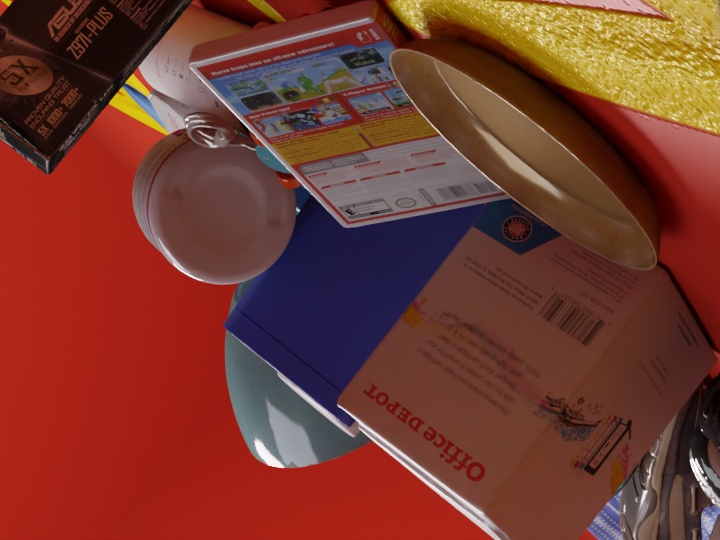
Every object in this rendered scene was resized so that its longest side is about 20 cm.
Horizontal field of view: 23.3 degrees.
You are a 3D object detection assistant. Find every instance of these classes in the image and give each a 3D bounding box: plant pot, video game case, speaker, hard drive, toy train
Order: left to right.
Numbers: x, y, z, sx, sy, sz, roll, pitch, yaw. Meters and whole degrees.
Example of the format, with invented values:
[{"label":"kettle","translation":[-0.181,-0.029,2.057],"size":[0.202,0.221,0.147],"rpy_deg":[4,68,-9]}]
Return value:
[{"label":"speaker","translation":[-0.108,-0.160,1.394],"size":[0.081,0.081,0.200],"rpy_deg":[43,172,-33]},{"label":"toy train","translation":[-0.034,-0.123,1.209],"size":[0.150,0.056,0.200],"rpy_deg":[29,154,-21]},{"label":"plant pot","translation":[-0.041,0.057,1.539],"size":[0.135,0.200,0.200],"rpy_deg":[62,165,-23]},{"label":"video game case","translation":[-0.001,-0.097,1.149],"size":[0.142,0.018,0.200],"rpy_deg":[-9,144,31]},{"label":"hard drive","translation":[0.000,0.000,1.340],"size":[0.132,0.201,0.025],"rpy_deg":[37,-172,17]},{"label":"plant pot","translation":[0.102,-0.074,1.029],"size":[0.200,0.028,0.200],"rpy_deg":[38,174,5]}]

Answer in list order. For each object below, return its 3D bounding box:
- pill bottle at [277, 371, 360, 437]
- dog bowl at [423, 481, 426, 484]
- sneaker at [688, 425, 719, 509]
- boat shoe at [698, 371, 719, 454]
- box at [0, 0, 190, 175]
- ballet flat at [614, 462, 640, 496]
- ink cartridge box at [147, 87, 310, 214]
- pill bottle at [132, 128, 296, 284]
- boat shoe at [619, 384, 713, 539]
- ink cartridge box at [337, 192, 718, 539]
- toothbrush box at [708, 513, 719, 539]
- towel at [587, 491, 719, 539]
[{"label":"pill bottle","translation":[0.025,0.031,1.411],"size":[0.111,0.200,0.111],"rpy_deg":[38,174,5]},{"label":"dog bowl","translation":[0.121,0.096,1.381],"size":[0.200,0.200,0.059],"rpy_deg":[44,-176,-36]},{"label":"sneaker","translation":[0.333,0.169,1.274],"size":[0.199,0.074,0.080],"rpy_deg":[35,159,4]},{"label":"boat shoe","translation":[0.253,0.094,1.136],"size":[0.065,0.072,0.200],"rpy_deg":[31,176,26]},{"label":"box","translation":[-0.188,-0.172,1.215],"size":[0.086,0.200,0.164],"rpy_deg":[39,174,-8]},{"label":"ballet flat","translation":[0.193,0.115,1.341],"size":[0.067,0.063,0.201],"rpy_deg":[18,139,-2]},{"label":"ink cartridge box","translation":[-0.083,-0.112,1.565],"size":[0.200,0.085,0.145],"rpy_deg":[37,173,6]},{"label":"pill bottle","translation":[-0.122,-0.057,1.387],"size":[0.113,0.114,0.200],"rpy_deg":[41,177,-15]},{"label":"boat shoe","translation":[0.252,0.152,1.376],"size":[0.075,0.073,0.201],"rpy_deg":[-96,7,-47]},{"label":"ink cartridge box","translation":[0.116,0.076,1.198],"size":[0.147,0.200,0.145],"rpy_deg":[35,172,36]},{"label":"toothbrush box","translation":[0.378,0.280,1.393],"size":[0.199,0.086,0.146],"rpy_deg":[13,161,29]},{"label":"towel","translation":[0.254,0.183,1.453],"size":[0.145,0.024,0.200],"rpy_deg":[42,134,-15]}]
